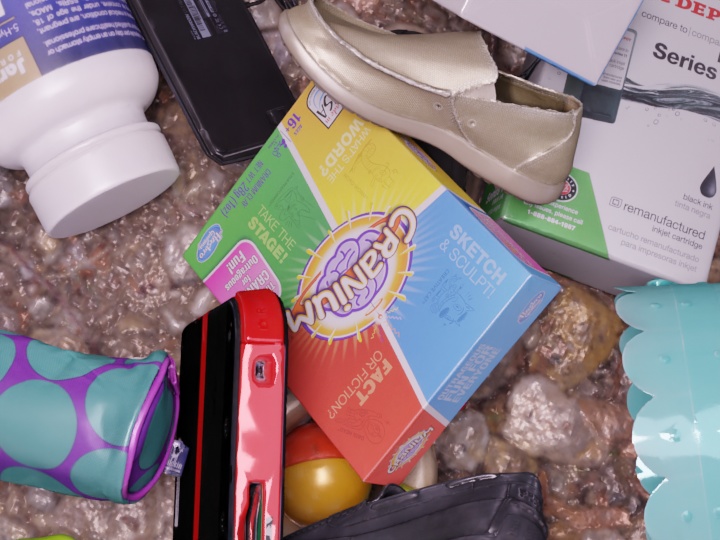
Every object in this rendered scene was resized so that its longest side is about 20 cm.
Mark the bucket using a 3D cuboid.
[{"bbox_3d":[0.227,0.102,0.819,0.133,0.207,0.211,-7,81,10],"label":"bucket"}]

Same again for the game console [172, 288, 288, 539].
[{"bbox_3d":[-0.078,0.119,0.792,0.031,0.177,0.203,5,79,-17],"label":"game console"}]

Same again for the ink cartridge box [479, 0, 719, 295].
[{"bbox_3d":[0.173,-0.096,0.919,0.145,0.083,0.203,18,77,-6],"label":"ink cartridge box"}]

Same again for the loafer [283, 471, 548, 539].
[{"bbox_3d":[0.016,0.155,0.763,0.068,0.199,0.071,50,40,-28],"label":"loafer"}]

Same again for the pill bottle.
[{"bbox_3d":[-0.192,-0.130,0.844,0.119,0.120,0.202,-26,85,-13],"label":"pill bottle"}]

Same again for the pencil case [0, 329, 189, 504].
[{"bbox_3d":[-0.199,0.071,0.796,0.197,0.086,0.093,12,50,14],"label":"pencil case"}]

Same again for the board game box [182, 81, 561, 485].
[{"bbox_3d":[0.000,0.000,0.817,0.154,0.040,0.200,-52,58,14],"label":"board game box"}]

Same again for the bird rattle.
[{"bbox_3d":[-0.002,0.113,0.849,0.161,0.113,0.203,-11,79,5],"label":"bird rattle"}]

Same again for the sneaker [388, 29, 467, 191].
[{"bbox_3d":[0.042,-0.067,0.899,0.090,0.076,0.203,-17,84,-16],"label":"sneaker"}]

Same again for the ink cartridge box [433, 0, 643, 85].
[{"bbox_3d":[0.071,-0.194,0.873,0.115,0.200,0.067,20,105,-34],"label":"ink cartridge box"}]

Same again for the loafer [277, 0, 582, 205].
[{"bbox_3d":[0.046,-0.112,0.810,0.198,0.076,0.069,26,113,-17],"label":"loafer"}]

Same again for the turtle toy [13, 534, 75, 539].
[{"bbox_3d":[-0.228,0.230,0.777,0.199,0.146,0.101,-32,65,-14],"label":"turtle toy"}]

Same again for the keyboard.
[{"bbox_3d":[-0.088,-0.165,0.895,0.126,0.021,0.202,-19,75,-33],"label":"keyboard"}]
